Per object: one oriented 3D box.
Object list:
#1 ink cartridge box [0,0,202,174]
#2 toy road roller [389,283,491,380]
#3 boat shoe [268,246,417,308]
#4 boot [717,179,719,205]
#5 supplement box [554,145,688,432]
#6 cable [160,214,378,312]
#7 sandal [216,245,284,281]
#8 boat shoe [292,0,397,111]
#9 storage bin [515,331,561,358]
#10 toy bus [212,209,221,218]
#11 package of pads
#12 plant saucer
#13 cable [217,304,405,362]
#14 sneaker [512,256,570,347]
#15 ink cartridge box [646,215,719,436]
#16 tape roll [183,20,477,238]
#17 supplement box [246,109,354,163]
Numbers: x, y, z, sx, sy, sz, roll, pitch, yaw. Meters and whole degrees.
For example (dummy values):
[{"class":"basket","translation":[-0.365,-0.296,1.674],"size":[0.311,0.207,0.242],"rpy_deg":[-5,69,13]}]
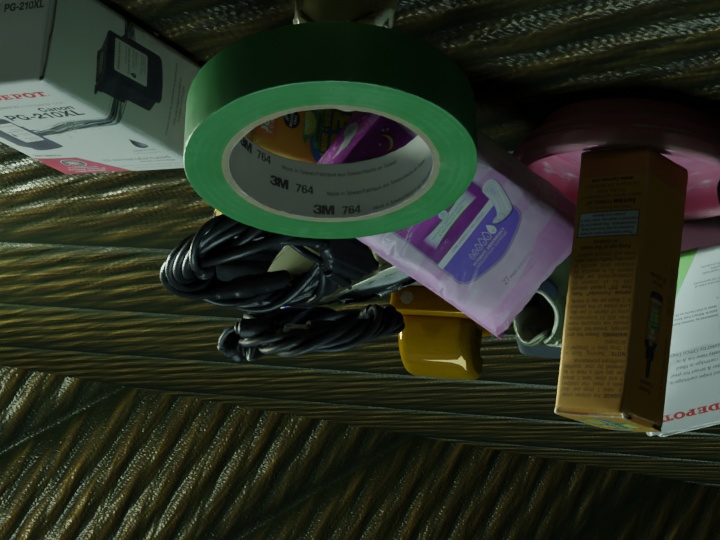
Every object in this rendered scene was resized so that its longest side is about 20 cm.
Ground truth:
[{"class":"ink cartridge box","translation":[-0.229,-0.144,1.162],"size":[0.143,0.085,0.200],"rpy_deg":[-1,165,29]},{"class":"toy road roller","translation":[0.084,0.035,1.620],"size":[0.121,0.148,0.200],"rpy_deg":[1,166,24]},{"class":"boat shoe","translation":[0.000,-0.002,1.394],"size":[0.198,0.075,0.066],"rpy_deg":[-22,146,28]},{"class":"boot","translation":[0.378,-0.086,1.095],"size":[0.201,0.074,0.154],"rpy_deg":[-6,157,-19]},{"class":"supplement box","translation":[0.193,0.014,1.122],"size":[0.068,0.203,0.066],"rpy_deg":[-4,163,39]},{"class":"cable","translation":[-0.088,-0.011,1.278],"size":[0.162,0.051,0.199],"rpy_deg":[-14,163,28]},{"class":"sandal","translation":[-0.112,-0.023,1.375],"size":[0.075,0.043,0.200],"rpy_deg":[7,154,-30]},{"class":"boat shoe","translation":[-0.011,-0.162,1.005],"size":[0.071,0.066,0.200],"rpy_deg":[6,167,4]},{"class":"storage bin","translation":[0.237,0.017,1.487],"size":[0.197,0.136,0.146],"rpy_deg":[4,167,10]},{"class":"toy bus","translation":[-0.096,-0.076,1.398],"size":[0.064,0.079,0.200],"rpy_deg":[8,167,-9]},{"class":"package of pads","translation":[0.068,-0.051,1.171],"size":[0.199,0.121,0.076],"rpy_deg":[35,-164,-14]},{"class":"plant saucer","translation":[0.221,-0.090,1.221],"size":[0.198,0.052,0.201],"rpy_deg":[6,167,1]},{"class":"cable","translation":[-0.038,0.050,1.441],"size":[0.161,0.052,0.200],"rpy_deg":[-8,180,20]},{"class":"sneaker","translation":[0.171,0.036,1.352],"size":[0.067,0.090,0.201],"rpy_deg":[31,159,37]},{"class":"ink cartridge box","translation":[0.303,0.037,1.350],"size":[0.144,0.084,0.202],"rpy_deg":[-13,126,9]},{"class":"tape roll","translation":[-0.020,-0.090,1.025],"size":[0.198,0.049,0.201],"rpy_deg":[0,152,0]},{"class":"supplement box","translation":[-0.018,-0.099,1.248],"size":[0.198,0.067,0.069],"rpy_deg":[14,165,-30]}]
